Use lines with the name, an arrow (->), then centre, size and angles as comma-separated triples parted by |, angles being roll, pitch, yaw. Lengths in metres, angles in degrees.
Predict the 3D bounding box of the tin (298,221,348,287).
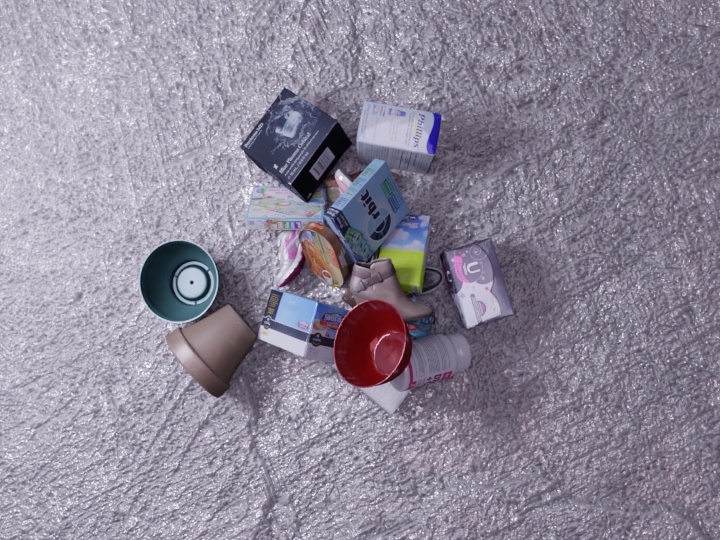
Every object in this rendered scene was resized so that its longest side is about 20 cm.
tin -> -0.089, -0.039, 1.524 | 0.111, 0.202, 0.042 | 22, 56, 31

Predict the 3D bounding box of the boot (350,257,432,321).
boot -> 0.072, 0.044, 1.467 | 0.195, 0.070, 0.149 | -4, 105, 6

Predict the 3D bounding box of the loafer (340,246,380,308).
loafer -> 0.000, 0.000, 1.577 | 0.070, 0.073, 0.204 | 18, 86, 2

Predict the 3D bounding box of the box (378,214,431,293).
box -> 0.111, -0.046, 1.552 | 0.119, 0.048, 0.203 | 5, 62, 15

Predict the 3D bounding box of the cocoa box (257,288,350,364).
cocoa box -> -0.135, 0.135, 1.494 | 0.132, 0.198, 0.134 | 19, 85, -43

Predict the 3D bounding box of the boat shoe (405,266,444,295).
boat shoe -> 0.124, 0.027, 1.576 | 0.195, 0.068, 0.075 | -2, 87, 0

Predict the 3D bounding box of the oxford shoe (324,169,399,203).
oxford shoe -> 0.005, -0.221, 1.605 | 0.195, 0.071, 0.075 | -6, 113, -2

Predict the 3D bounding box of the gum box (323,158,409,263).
gum box -> 0.020, -0.142, 1.497 | 0.044, 0.171, 0.201 | 23, 65, 43

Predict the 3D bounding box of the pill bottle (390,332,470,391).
pill bottle -> 0.169, 0.222, 1.515 | 0.196, 0.113, 0.116 | -11, 86, -24

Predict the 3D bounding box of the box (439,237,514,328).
box -> 0.292, 0.034, 1.551 | 0.130, 0.115, 0.204 | -16, 86, -1

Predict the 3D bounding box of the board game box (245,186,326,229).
board game box -> -0.188, -0.161, 1.568 | 0.195, 0.035, 0.136 | 1, 44, 1

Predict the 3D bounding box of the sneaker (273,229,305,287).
sneaker -> -0.182, -0.054, 1.585 | 0.087, 0.081, 0.203 | 25, 81, 6

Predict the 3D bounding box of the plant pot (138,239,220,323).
plant pot -> -0.443, 0.030, 1.549 | 0.196, 0.134, 0.205 | 0, 87, 1

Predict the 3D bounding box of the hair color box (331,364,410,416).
hair color box -> 0.031, 0.269, 1.567 | 0.199, 0.061, 0.100 | 39, 87, 2

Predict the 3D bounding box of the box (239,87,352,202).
box -> -0.164, -0.319, 1.548 | 0.199, 0.117, 0.198 | 36, 87, 25

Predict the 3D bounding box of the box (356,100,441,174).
box -> 0.093, -0.333, 1.542 | 0.196, 0.184, 0.107 | 11, 85, 1

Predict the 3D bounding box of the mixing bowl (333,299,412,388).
mixing bowl -> 0.046, 0.181, 1.410 | 0.197, 0.108, 0.204 | -16, 62, 31

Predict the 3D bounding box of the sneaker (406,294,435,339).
sneaker -> 0.104, 0.092, 1.555 | 0.198, 0.079, 0.096 | 29, 103, -15

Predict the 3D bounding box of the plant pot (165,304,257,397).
plant pot -> -0.355, 0.183, 1.517 | 0.174, 0.200, 0.201 | -42, 87, -10

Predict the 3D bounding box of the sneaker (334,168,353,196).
sneaker -> -0.026, -0.158, 1.552 | 0.104, 0.076, 0.200 | -37, 127, 7
